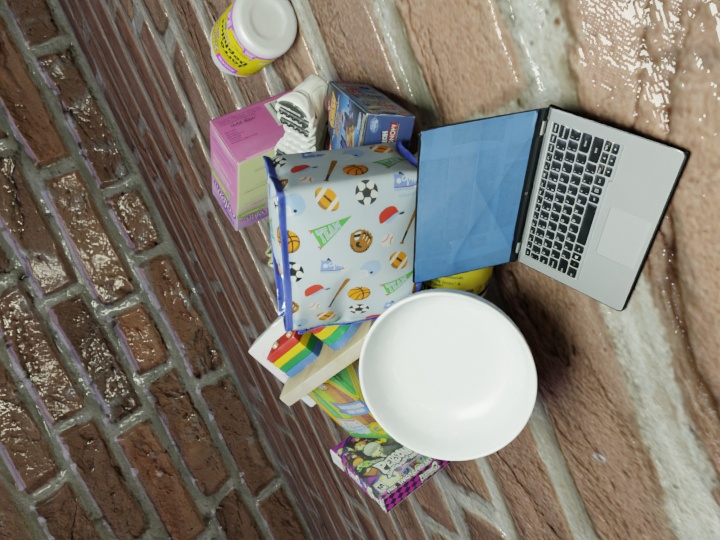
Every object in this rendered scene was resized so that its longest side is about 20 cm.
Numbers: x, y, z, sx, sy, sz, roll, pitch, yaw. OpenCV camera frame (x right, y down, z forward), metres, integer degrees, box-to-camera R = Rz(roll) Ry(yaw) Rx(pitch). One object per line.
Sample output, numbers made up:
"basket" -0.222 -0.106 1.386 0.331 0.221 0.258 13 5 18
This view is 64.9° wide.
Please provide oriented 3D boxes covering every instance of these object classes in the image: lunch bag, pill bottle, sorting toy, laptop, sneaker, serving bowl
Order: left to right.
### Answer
"pill bottle" -0.186 -0.383 0.932 0.199 0.103 0.106 8 123 61
"sneaker" -0.082 -0.208 0.848 0.074 0.082 0.201 30 157 1
"sorting toy" -0.043 0.058 0.805 0.069 0.202 0.198 39 127 -15
"lunch bag" -0.018 -0.028 0.634 0.125 0.166 0.204 -116 20 -55
"serving bowl" 0.099 0.111 0.647 0.195 0.066 0.205 4 109 13
"pill bottle" 0.113 -0.058 0.668 0.112 0.111 0.203 43 149 34
"laptop" 0.163 -0.042 0.543 0.198 0.115 0.190 30 143 30

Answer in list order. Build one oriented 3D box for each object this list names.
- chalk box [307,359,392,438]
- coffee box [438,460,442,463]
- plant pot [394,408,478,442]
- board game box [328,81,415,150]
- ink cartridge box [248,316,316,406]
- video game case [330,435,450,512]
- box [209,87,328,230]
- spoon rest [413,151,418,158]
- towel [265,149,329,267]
"chalk box" 0.014 0.180 0.888 0.200 0.125 0.123 47 143 -18
"coffee box" 0.106 0.217 0.996 0.200 0.079 0.115 42 148 37
"plant pot" 0.109 0.110 0.789 0.200 0.196 0.194 -34 74 65
"board game box" -0.003 -0.156 0.748 0.202 0.060 0.203 -108 23 -47
"ink cartridge box" -0.081 0.130 1.013 0.162 0.057 0.200 43 118 -10
"video game case" 0.069 0.327 1.038 0.180 0.197 0.037 20 132 55
"box" -0.165 -0.193 0.997 0.097 0.174 0.201 53 154 16
"spoon rest" 0.069 -0.093 0.769 0.060 0.101 0.200 25 163 0
"towel" -0.086 -0.106 0.916 0.036 0.203 0.148 32 150 -13
